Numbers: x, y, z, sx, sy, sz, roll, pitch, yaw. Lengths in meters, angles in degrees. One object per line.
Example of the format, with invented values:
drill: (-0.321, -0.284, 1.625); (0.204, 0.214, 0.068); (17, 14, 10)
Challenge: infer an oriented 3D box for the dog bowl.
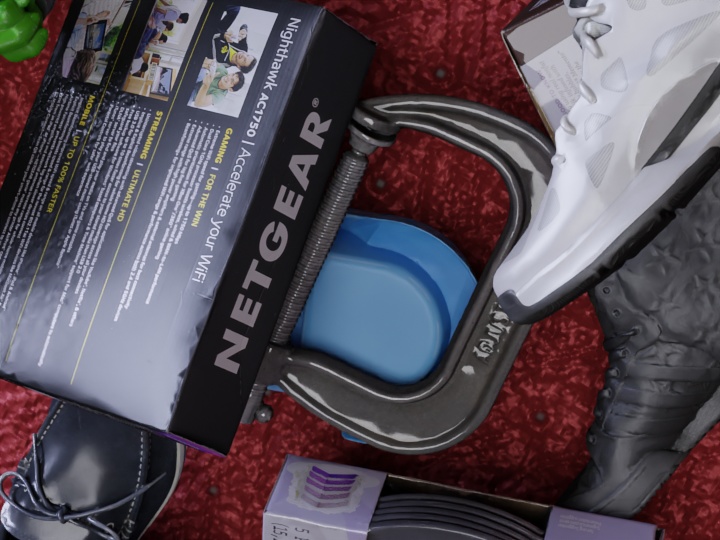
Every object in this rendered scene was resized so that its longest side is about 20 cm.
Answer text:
dog bowl: (-0.032, 0.016, 0.999); (0.200, 0.050, 0.112); (10, 106, 11)

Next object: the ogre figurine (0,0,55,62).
ogre figurine: (-0.174, -0.201, 0.940); (0.098, 0.120, 0.200); (-38, 92, 22)

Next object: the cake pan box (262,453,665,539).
cake pan box: (0.044, 0.185, 0.992); (0.184, 0.052, 0.200); (10, 127, 8)

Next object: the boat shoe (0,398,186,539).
boat shoe: (-0.139, 0.114, 1.013); (0.075, 0.062, 0.200); (30, 126, 8)

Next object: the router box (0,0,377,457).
router box: (-0.094, -0.032, 0.933); (0.149, 0.051, 0.200); (16, 83, 36)

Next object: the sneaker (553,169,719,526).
sneaker: (0.136, 0.030, 0.962); (0.104, 0.060, 0.200); (43, 103, -2)

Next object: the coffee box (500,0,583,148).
coffee box: (0.171, -0.120, 0.886); (0.200, 0.114, 0.080); (-26, 97, 17)

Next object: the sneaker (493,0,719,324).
sneaker: (0.101, -0.080, 0.825); (0.115, 0.076, 0.201); (44, 102, 8)

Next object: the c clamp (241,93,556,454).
c clamp: (0.000, 0.000, 0.947); (0.171, 0.027, 0.200); (32, 108, 3)
